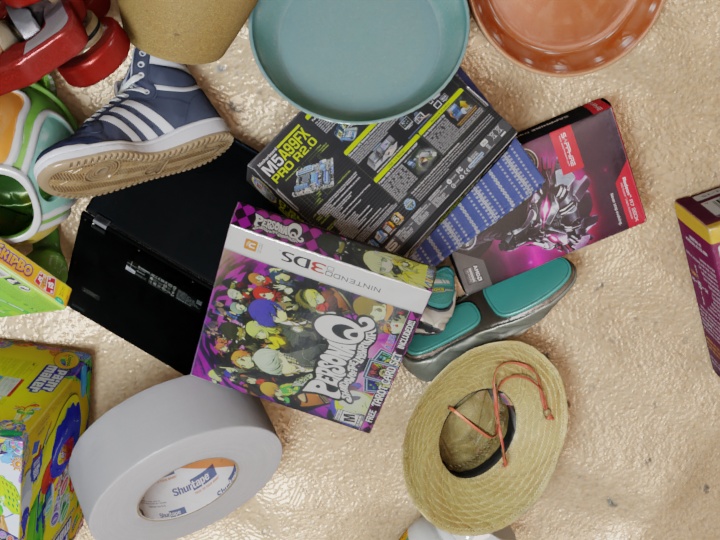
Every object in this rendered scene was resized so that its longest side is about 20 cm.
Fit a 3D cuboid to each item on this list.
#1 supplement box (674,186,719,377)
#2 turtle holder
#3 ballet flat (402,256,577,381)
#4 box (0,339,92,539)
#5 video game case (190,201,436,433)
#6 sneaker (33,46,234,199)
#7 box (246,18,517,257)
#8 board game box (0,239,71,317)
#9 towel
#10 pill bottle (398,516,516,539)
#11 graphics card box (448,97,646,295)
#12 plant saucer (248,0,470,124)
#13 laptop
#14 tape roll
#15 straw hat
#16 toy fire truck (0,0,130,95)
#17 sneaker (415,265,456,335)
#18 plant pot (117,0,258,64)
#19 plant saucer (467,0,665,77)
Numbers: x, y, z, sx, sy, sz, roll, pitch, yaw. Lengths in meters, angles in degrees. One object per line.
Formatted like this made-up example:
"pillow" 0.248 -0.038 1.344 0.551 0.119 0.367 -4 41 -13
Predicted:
"supplement box" 0.411 0.013 1.282 0.129 0.103 0.202 -18 109 -1
"turtle holder" -0.320 -0.076 1.140 0.139 0.132 0.187 8 124 -17
"ballet flat" 0.131 0.049 1.291 0.198 0.068 0.064 -27 138 3
"box" -0.341 0.194 1.189 0.120 0.200 0.195 9 109 3
"video game case" -0.046 0.047 1.124 0.179 0.036 0.201 19 133 -3
"sneaker" -0.215 -0.135 1.123 0.070 0.199 0.109 -41 73 46
"box" 0.020 -0.104 1.156 0.160 0.044 0.200 41 75 6
"board game box" -0.362 0.012 1.159 0.198 0.030 0.095 -10 144 35
"towel" 0.057 -0.081 1.188 0.199 0.024 0.145 -35 82 -13
"pill bottle" 0.073 0.334 1.346 0.112 0.113 0.201 34 103 -17
"graphics card box" 0.170 -0.072 1.251 0.198 0.051 0.127 -21 109 1
"plant saucer" -0.001 -0.214 1.143 0.197 0.036 0.203 -1 70 2
"laptop" -0.164 -0.021 1.218 0.186 0.116 0.201 30 133 5
"tape roll" -0.177 0.185 1.229 0.198 0.067 0.201 -23 150 -14
"straw hat" 0.111 0.161 1.300 0.198 0.085 0.204 -5 102 -25
"toy fire truck" -0.299 -0.205 1.074 0.167 0.201 0.112 -34 131 2
"sneaker" 0.000 0.000 1.254 0.198 0.078 0.081 21 72 -7
"plant pot" -0.142 -0.288 1.085 0.184 0.187 0.202 11 122 -11
"plant saucer" 0.193 -0.284 1.191 0.197 0.032 0.203 -2 110 -7
